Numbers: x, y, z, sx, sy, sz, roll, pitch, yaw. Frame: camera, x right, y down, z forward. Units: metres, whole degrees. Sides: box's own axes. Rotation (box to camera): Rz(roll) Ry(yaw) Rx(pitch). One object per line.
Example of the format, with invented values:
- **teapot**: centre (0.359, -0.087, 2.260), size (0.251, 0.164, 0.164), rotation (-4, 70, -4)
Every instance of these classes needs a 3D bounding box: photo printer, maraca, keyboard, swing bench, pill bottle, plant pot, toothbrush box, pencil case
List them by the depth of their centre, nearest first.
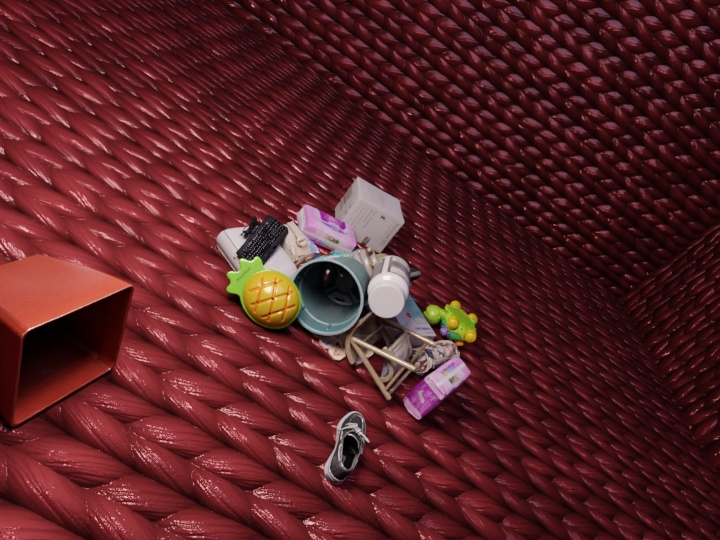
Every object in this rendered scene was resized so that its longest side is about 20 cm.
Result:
- **plant pot**: centre (-0.527, 0.087, 0.836), size (0.176, 0.200, 0.200), rotation (32, 28, 11)
- **maraca**: centre (-0.237, 0.056, 1.267), size (0.200, 0.137, 0.107), rotation (43, -15, -9)
- **keyboard**: centre (-0.266, -0.094, 1.372), size (0.104, 0.040, 0.200), rotation (31, 38, -5)
- **plant pot**: centre (-0.066, 0.049, 1.387), size (0.200, 0.200, 0.196), rotation (41, 18, 3)
- **swing bench**: centre (0.072, 0.206, 1.392), size (0.200, 0.130, 0.199), rotation (41, 27, 12)
- **photo printer**: centre (-0.275, -0.029, 1.396), size (0.200, 0.069, 0.166), rotation (50, 33, 18)
- **pill bottle**: centre (0.079, 0.044, 1.403), size (0.113, 0.113, 0.200), rotation (36, 22, -6)
- **pencil case**: centre (0.224, 0.262, 1.557), size (0.089, 0.078, 0.200), rotation (25, 17, 35)
- **toothbrush box**: centre (0.119, 0.149, 1.590), size (0.146, 0.085, 0.200), rotation (8, 43, -45)

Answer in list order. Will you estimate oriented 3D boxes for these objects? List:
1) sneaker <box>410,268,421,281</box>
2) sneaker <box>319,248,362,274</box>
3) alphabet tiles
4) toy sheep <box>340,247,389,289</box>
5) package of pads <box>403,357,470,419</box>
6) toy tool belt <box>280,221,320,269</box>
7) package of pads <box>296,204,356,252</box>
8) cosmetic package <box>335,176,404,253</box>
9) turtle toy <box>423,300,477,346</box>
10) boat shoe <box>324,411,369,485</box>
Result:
- **sneaker**: centre (0.093, -0.003, 1.636), size (0.076, 0.199, 0.115), rotation (21, 60, -65)
- **sneaker**: centre (-0.058, -0.041, 1.660), size (0.080, 0.078, 0.200), rotation (39, 32, 22)
- **alphabet tiles**: centre (-0.051, 0.174, 1.430), size (0.200, 0.015, 0.195), rotation (48, 30, 13)
- **toy sheep**: centre (0.000, 0.000, 1.565), size (0.138, 0.199, 0.138), rotation (-19, 90, -83)
- **package of pads**: centre (0.212, 0.319, 1.407), size (0.076, 0.121, 0.200), rotation (48, 30, 16)
- **toy tool belt**: centre (-0.172, -0.055, 1.499), size (0.123, 0.125, 0.200), rotation (-10, 52, -47)
- **package of pads**: centre (-0.116, -0.134, 1.722), size (0.200, 0.076, 0.121), rotation (23, 34, -28)
- **cosmetic package**: centre (0.031, -0.204, 1.897), size (0.200, 0.165, 0.165), rotation (25, 32, -21)
- **turtle toy**: centre (0.311, 0.180, 1.752), size (0.200, 0.101, 0.146), rotation (37, 29, -4)
- **boat shoe**: centre (-0.021, 0.375, 1.129), size (0.074, 0.068, 0.199), rotation (40, 29, 1)
